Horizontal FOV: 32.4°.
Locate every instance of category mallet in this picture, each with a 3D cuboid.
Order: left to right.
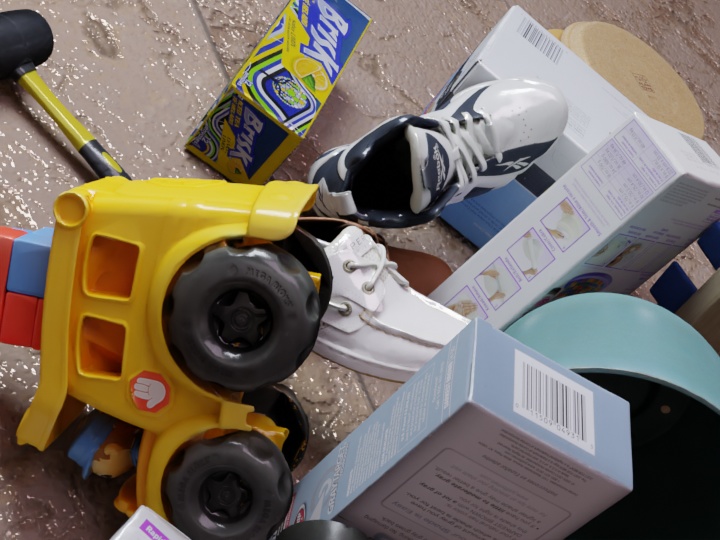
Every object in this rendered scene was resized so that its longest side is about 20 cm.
[{"bbox_3d":[-0.176,-0.090,0.803,0.200,0.041,0.066,45,35,-5],"label":"mallet"}]

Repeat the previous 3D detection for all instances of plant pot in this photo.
[{"bbox_3d":[0.150,0.107,0.780,0.201,0.201,0.161,37,28,-8],"label":"plant pot"}]

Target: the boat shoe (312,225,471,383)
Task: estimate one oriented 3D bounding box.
[{"bbox_3d":[-0.012,0.009,0.724,0.200,0.069,0.071,19,21,13],"label":"boat shoe"}]

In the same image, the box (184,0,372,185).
[{"bbox_3d":[-0.056,-0.146,0.931,0.064,0.070,0.200,37,38,-11],"label":"box"}]

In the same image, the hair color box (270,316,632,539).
[{"bbox_3d":[0.039,0.120,0.651,0.099,0.200,0.061,30,39,-17],"label":"hair color box"}]

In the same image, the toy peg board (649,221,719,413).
[{"bbox_3d":[0.275,0.035,0.954,0.199,0.200,0.098,8,42,-37],"label":"toy peg board"}]

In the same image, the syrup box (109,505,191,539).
[{"bbox_3d":[-0.130,0.200,0.522,0.081,0.079,0.200,42,37,0],"label":"syrup box"}]

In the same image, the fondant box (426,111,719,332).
[{"bbox_3d":[0.159,-0.015,0.868,0.144,0.200,0.058,6,45,-57],"label":"fondant box"}]

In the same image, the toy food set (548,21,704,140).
[{"bbox_3d":[0.278,-0.178,1.282,0.200,0.049,0.198,-14,64,-48],"label":"toy food set"}]

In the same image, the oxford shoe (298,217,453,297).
[{"bbox_3d":[0.000,0.000,0.842,0.200,0.071,0.071,3,51,-43],"label":"oxford shoe"}]

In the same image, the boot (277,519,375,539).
[{"bbox_3d":[0.016,0.240,0.614,0.211,0.079,0.158,36,42,-20],"label":"boot"}]

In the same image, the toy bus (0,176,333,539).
[{"bbox_3d":[-0.116,0.045,0.634,0.192,0.200,0.136,8,9,-1],"label":"toy bus"}]

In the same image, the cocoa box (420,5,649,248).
[{"bbox_3d":[0.147,-0.087,1.006,0.200,0.131,0.133,39,37,-5],"label":"cocoa box"}]

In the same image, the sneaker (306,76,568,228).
[{"bbox_3d":[0.062,-0.078,0.852,0.130,0.199,0.080,-124,-160,-78],"label":"sneaker"}]
